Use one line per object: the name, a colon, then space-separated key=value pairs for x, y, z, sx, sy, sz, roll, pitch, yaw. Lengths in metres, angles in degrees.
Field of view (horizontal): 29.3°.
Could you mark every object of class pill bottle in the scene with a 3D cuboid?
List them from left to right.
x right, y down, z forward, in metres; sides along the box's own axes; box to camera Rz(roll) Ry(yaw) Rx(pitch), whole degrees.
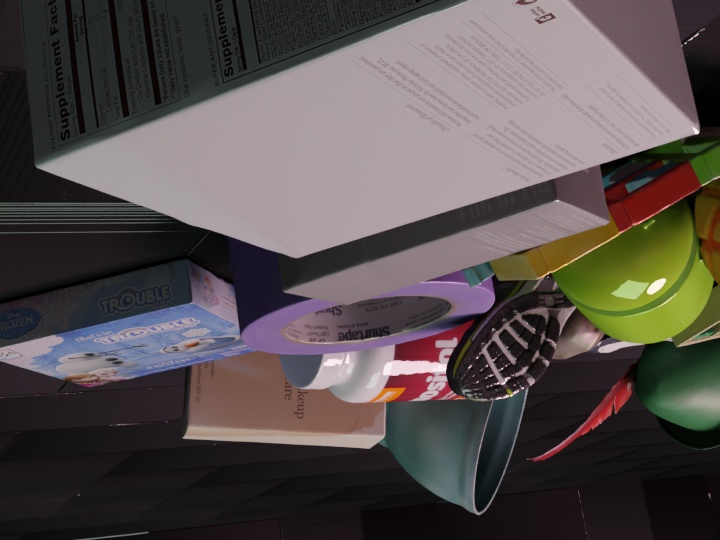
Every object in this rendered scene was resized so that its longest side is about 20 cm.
pill bottle: x=0.030 y=0.063 z=1.253 sx=0.199 sy=0.114 sz=0.113 roll=1 pitch=162 yaw=-32

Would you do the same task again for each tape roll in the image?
tape roll: x=0.000 y=0.000 z=1.070 sx=0.199 sy=0.086 sz=0.200 roll=-9 pitch=164 yaw=-3

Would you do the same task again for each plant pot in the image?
plant pot: x=0.095 y=0.150 z=1.504 sx=0.133 sy=0.202 sz=0.200 roll=14 pitch=171 yaw=17

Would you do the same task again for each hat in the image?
hat: x=0.295 y=0.101 z=1.413 sx=0.175 sy=0.201 sz=0.165 roll=10 pitch=169 yaw=-32

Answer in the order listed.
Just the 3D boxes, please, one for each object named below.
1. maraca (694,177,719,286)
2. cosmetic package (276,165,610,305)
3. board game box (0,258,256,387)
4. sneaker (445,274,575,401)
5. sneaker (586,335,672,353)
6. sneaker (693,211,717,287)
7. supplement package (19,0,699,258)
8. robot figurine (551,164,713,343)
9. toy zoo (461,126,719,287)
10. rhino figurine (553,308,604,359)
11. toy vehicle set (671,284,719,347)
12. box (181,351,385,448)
maraca: x=0.284 y=-0.025 z=0.948 sx=0.106 sy=0.201 sz=0.137 roll=12 pitch=155 yaw=4
cosmetic package: x=0.042 y=-0.055 z=0.860 sx=0.199 sy=0.108 sz=0.090 roll=-17 pitch=163 yaw=32
board game box: x=-0.200 y=0.052 z=1.214 sx=0.199 sy=0.044 sz=0.199 roll=-13 pitch=163 yaw=15
sneaker: x=0.127 y=0.038 z=1.157 sx=0.081 sy=0.074 sz=0.200 roll=-11 pitch=-153 yaw=48
sneaker: x=0.269 y=0.038 z=1.359 sx=0.129 sy=0.080 sz=0.199 roll=-9 pitch=177 yaw=-32
sneaker: x=0.297 y=-0.021 z=1.207 sx=0.081 sy=0.074 sz=0.200 roll=3 pitch=150 yaw=-28
supplement package: x=0.001 y=-0.114 z=0.547 sx=0.199 sy=0.148 sz=0.191 roll=-16 pitch=163 yaw=25
robot figurine: x=0.211 y=-0.011 z=1.077 sx=0.174 sy=0.117 sz=0.200 roll=1 pitch=165 yaw=24
toy zoo: x=0.159 y=-0.041 z=0.927 sx=0.199 sy=0.021 sz=0.131 roll=-30 pitch=-173 yaw=-4
rhino figurine: x=0.157 y=0.056 z=1.348 sx=0.060 sy=0.088 sz=0.199 roll=8 pitch=157 yaw=-45
toy vehicle set: x=0.358 y=0.017 z=1.210 sx=0.124 sy=0.027 sz=0.199 roll=-37 pitch=162 yaw=31
box: x=-0.077 y=0.125 z=1.391 sx=0.199 sy=0.096 sz=0.078 roll=3 pitch=165 yaw=-11
